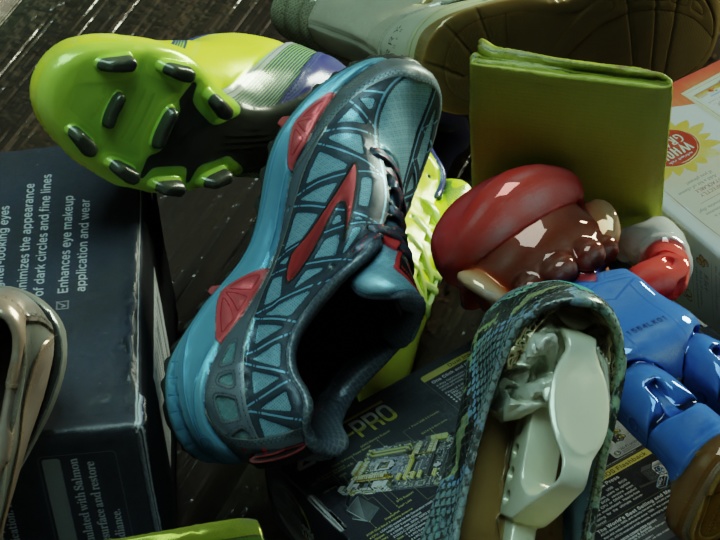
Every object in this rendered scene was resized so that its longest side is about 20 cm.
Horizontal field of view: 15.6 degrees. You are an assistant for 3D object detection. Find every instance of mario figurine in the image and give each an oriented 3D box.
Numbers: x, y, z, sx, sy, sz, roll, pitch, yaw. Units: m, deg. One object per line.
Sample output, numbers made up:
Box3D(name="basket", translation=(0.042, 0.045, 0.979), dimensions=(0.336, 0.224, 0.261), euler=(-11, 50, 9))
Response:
Box3D(name="mario figurine", translation=(0.104, 0.036, 1.102), dimensions=(0.123, 0.106, 0.200), euler=(12, 27, -50))

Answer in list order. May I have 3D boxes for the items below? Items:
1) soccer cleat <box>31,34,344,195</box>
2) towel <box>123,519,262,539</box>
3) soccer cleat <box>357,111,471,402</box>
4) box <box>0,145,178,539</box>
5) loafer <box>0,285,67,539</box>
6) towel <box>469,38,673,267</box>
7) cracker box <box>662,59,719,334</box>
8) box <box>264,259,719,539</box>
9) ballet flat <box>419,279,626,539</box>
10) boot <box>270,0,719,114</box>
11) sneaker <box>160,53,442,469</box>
Box3D(name="soccer cleat", translation=(-0.078, -0.075, 1.167), dimensions=(0.084, 0.065, 0.200), euler=(34, 21, 37))
Box3D(name="towel", translation=(-0.049, 0.173, 0.953), dimensions=(0.086, 0.018, 0.200), euler=(-11, 47, -16))
Box3D(name="soccer cleat", translation=(0.021, -0.015, 1.239), dimensions=(0.084, 0.065, 0.200), euler=(-2, 40, 3))
Box3D(name="box", translation=(-0.184, 0.052, 1.149), dimensions=(0.200, 0.117, 0.197), euler=(-5, 39, 1))
Box3D(name="loafer", translation=(-0.168, 0.100, 1.005), dimensions=(0.072, 0.063, 0.200), euler=(18, 87, 2))
Box3D(name="towel", translation=(0.092, -0.040, 1.156), dimensions=(0.086, 0.200, 0.018), euler=(7, 64, 7))
Box3D(name="cracker box", translation=(0.209, -0.023, 1.223), dimensions=(0.134, 0.058, 0.200), euler=(-25, 42, -19))
Box3D(name="box", translation=(0.084, 0.089, 1.117), dimensions=(0.200, 0.049, 0.161), euler=(-28, 46, -23))
Box3D(name="ballet flat", translation=(0.061, 0.097, 0.991), dimensions=(0.074, 0.074, 0.200), euler=(4, 77, 14))
Box3D(name="boot", translation=(0.071, -0.133, 1.360), dimensions=(0.200, 0.072, 0.155), euler=(-12, 22, -33))
Box3D(name="sneaker", translation=(0.000, 0.000, 1.119), dimensions=(0.096, 0.079, 0.200), euler=(9, 68, 42))
